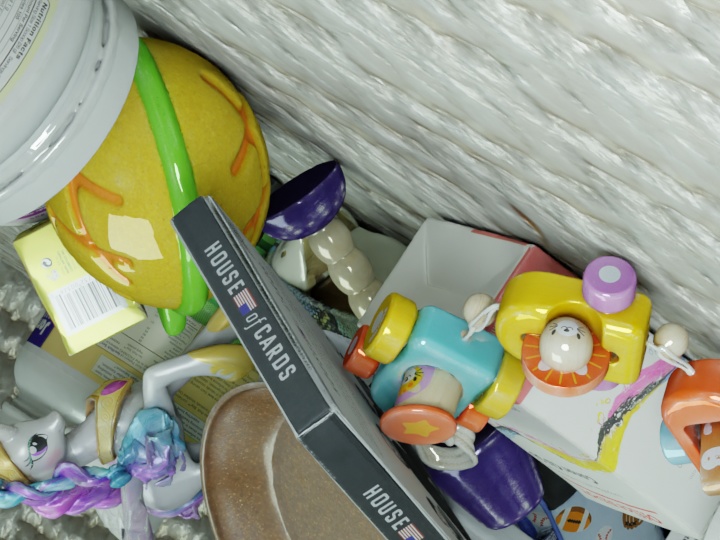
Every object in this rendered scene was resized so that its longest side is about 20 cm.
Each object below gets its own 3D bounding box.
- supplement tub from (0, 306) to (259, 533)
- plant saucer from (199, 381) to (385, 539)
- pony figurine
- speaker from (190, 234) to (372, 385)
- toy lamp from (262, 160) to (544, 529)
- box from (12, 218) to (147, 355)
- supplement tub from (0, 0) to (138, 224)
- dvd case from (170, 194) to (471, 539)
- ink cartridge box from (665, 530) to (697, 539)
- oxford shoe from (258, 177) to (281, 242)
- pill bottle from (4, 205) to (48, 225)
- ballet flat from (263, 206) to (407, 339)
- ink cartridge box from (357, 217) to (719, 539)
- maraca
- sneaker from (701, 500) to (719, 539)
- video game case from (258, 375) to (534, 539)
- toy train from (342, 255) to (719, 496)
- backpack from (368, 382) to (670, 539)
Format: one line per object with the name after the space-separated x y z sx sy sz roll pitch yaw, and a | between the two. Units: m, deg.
-0.126 0.048 1.881 0.145 0.200 0.145 33 173 4 | supplement tub
-0.005 0.141 1.562 0.200 0.037 0.201 31 136 35 | plant saucer
-0.117 0.112 1.707 0.167 0.200 0.193 59 173 50 | pony figurine
-0.036 0.022 1.772 0.200 0.089 0.088 33 174 1 | speaker
0.024 0.041 1.480 0.200 0.058 0.058 55 168 -15 | toy lamp
-0.159 0.002 1.702 0.075 0.050 0.200 63 175 -5 | box
-0.204 -0.119 1.256 0.200 0.145 0.145 38 172 -38 | supplement tub
-0.004 0.070 1.320 0.200 0.025 0.150 51 -175 -46 | dvd case
0.264 0.189 1.558 0.200 0.084 0.145 31 173 25 | ink cartridge box
-0.101 -0.041 1.621 0.073 0.084 0.200 32 172 28 | oxford shoe
-0.199 -0.094 1.570 0.112 0.112 0.200 32 174 8 | pill bottle
0.000 0.000 1.586 0.074 0.074 0.200 38 170 -38 | ballet flat
0.110 0.061 1.422 0.200 0.068 0.116 36 172 -23 | ink cartridge box
-0.100 -0.040 1.444 0.200 0.107 0.137 114 142 -73 | maraca
0.238 0.140 1.374 0.114 0.073 0.200 24 -174 35 | sneaker
0.015 0.163 1.604 0.200 0.023 0.182 36 139 31 | video game case
0.087 0.064 1.294 0.200 0.056 0.150 -6 136 29 | toy train
0.086 0.143 1.667 0.200 0.154 0.191 27 157 47 | backpack
